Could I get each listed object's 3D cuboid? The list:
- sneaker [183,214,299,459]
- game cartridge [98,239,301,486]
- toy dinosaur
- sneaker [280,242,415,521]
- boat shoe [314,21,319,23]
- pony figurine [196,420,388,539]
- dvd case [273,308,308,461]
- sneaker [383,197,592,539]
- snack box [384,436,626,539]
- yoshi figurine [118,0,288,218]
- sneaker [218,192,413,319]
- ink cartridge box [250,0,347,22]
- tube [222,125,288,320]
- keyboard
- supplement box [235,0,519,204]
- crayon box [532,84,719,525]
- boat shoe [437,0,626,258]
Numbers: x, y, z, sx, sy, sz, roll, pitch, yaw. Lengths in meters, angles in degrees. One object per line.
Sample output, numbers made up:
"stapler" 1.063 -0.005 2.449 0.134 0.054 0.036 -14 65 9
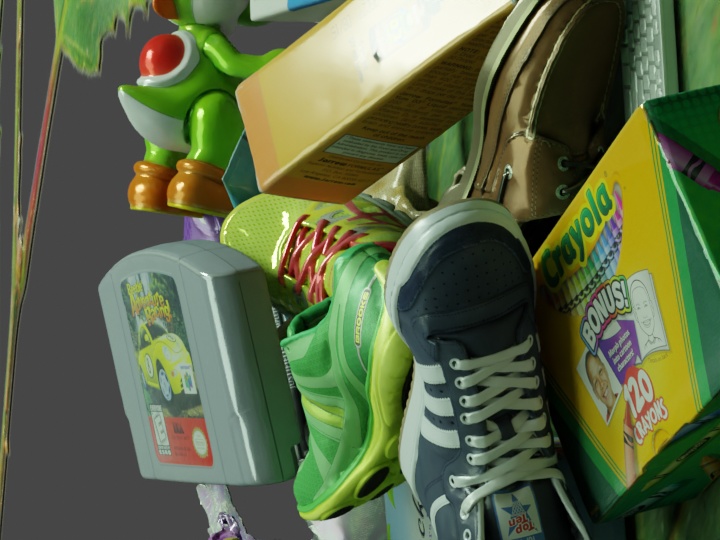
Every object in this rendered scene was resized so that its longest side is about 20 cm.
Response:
"sneaker" -0.096 0.032 1.730 0.080 0.088 0.200 -76 -28 -80
"game cartridge" -0.093 0.050 1.496 0.200 0.041 0.133 172 89 -67
"toy dinosaur" 0.009 -0.009 1.500 0.101 0.058 0.200 38 103 31
"sneaker" 0.003 0.055 1.351 0.084 0.074 0.200 52 148 23
"boat shoe" -0.031 -0.231 1.613 0.068 0.072 0.200 102 162 -46
"pony figurine" -0.042 0.185 1.531 0.166 0.200 0.193 -34 76 41
"dvd case" -0.036 0.055 1.695 0.146 0.022 0.200 68 -171 -66
"sneaker" 0.060 0.067 1.213 0.200 0.070 0.109 88 163 -46
"snack box" 0.074 0.170 1.408 0.200 0.068 0.169 178 87 -73
"yoshi figurine" -0.081 -0.130 1.661 0.112 0.112 0.200 19 -103 -85
"sneaker" 0.000 0.000 1.414 0.200 0.090 0.078 19 92 32
"ink cartridge box" -0.005 -0.241 1.482 0.146 0.084 0.200 -179 88 -71
"tube" -0.030 0.000 1.567 0.077 0.050 0.200 -75 -32 -49
"keyboard" 0.130 -0.101 1.249 0.056 0.011 0.200 -171 76 -71
"supplement box" 0.026 -0.107 1.355 0.200 0.069 0.067 -35 59 41
"crayon box" 0.135 0.018 1.175 0.200 0.058 0.119 119 134 -61
"boat shoe" 0.090 -0.050 1.279 0.068 0.072 0.200 46 134 35
